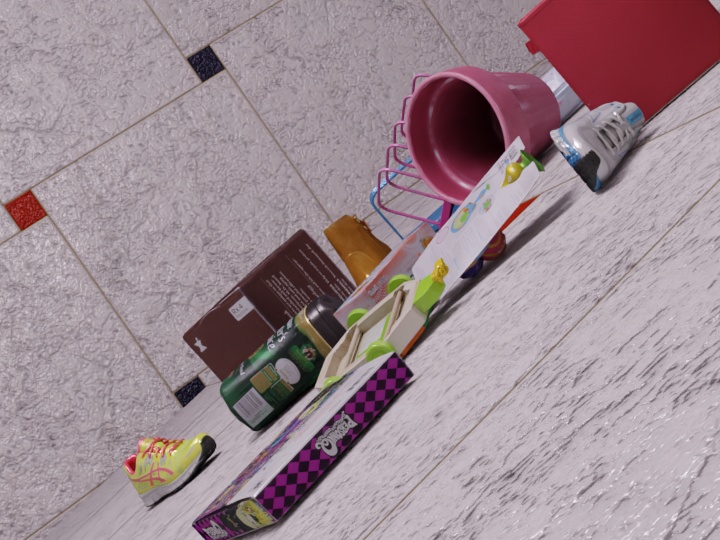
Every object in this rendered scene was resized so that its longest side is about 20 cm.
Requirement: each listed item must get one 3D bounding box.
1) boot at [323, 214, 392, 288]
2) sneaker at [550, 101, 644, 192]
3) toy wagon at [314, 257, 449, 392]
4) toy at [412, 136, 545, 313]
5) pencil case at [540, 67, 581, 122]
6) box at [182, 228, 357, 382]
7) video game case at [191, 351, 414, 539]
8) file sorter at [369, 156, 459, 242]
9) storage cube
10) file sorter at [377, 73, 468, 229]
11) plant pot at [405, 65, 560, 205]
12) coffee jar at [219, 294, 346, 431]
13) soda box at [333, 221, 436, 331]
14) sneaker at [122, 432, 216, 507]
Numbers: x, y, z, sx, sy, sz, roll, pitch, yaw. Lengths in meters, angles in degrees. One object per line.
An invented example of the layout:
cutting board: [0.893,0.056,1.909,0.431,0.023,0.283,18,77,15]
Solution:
boot: [0.001,-0.001,1.738,0.071,0.144,0.201,-41,4,18]
sneaker: [0.252,-0.141,1.358,0.086,0.075,0.200,-35,6,17]
toy wagon: [0.029,0.063,1.412,0.200,0.040,0.155,-40,15,27]
toy: [0.138,-0.043,1.452,0.200,0.047,0.115,-55,20,19]
pencil case: [0.285,-0.257,2.154,0.200,0.083,0.091,-41,-15,-3]
box: [-0.126,0.076,1.999,0.166,0.164,0.200,-37,6,41]
video game case: [-0.057,0.170,1.236,0.200,0.036,0.181,-44,5,-31]
file sorter: [0.096,-0.126,2.332,0.139,0.123,0.200,-41,3,2]
storage cube: [0.305,-0.278,1.510,0.200,0.180,0.171,-40,4,13]
file sorter: [0.112,-0.194,2.101,0.139,0.125,0.201,93,-166,-63]
plant pot: [0.195,-0.214,1.948,0.179,0.201,0.200,-24,-9,-43]
coffee jar: [-0.091,0.120,1.757,0.200,0.085,0.104,-41,4,8]
soda box: [0.047,0.019,1.623,0.064,0.068,0.200,-39,4,37]
sneaker: [-0.293,0.282,1.952,0.200,0.090,0.078,-37,4,39]
